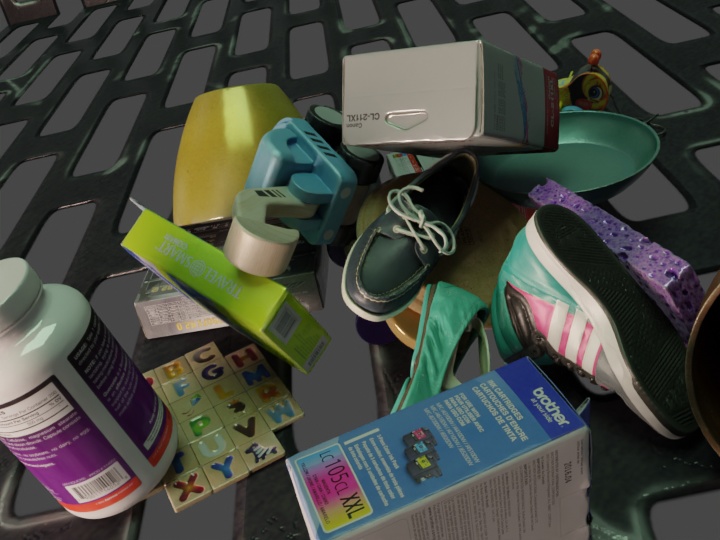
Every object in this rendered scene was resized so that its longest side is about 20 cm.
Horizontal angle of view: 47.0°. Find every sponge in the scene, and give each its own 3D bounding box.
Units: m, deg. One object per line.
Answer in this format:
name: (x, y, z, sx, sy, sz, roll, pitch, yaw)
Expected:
sponge: (0.228, -0.002, 0.717, 0.030, 0.112, 0.200, -40, 33, 0)

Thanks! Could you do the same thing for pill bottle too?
pill bottle: (-0.232, 0.091, 0.640, 0.111, 0.202, 0.113, -17, 35, 13)

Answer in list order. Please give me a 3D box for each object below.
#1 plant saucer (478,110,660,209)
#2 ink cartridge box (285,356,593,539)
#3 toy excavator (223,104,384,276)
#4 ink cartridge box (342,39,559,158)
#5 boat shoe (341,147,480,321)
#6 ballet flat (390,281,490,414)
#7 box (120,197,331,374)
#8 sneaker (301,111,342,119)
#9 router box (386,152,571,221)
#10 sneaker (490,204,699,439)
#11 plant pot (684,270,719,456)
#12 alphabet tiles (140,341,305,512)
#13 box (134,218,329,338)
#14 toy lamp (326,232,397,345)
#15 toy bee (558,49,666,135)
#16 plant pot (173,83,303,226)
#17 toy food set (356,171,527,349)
plant saucer: (0.215, -0.114, 0.882, 0.196, 0.036, 0.201, -10, 32, 6)
ink cartridge box: (0.067, 0.146, 0.511, 0.197, 0.138, 0.077, -19, 36, -11)
toy excavator: (-0.069, -0.070, 0.776, 0.198, 0.101, 0.195, -5, 42, -40)
ink cartridge box: (0.092, -0.158, 0.799, 0.144, 0.085, 0.199, 3, 4, 31)
boat shoe: (0.051, -0.037, 0.717, 0.075, 0.062, 0.200, 39, 50, 5)
ballet flat: (0.062, 0.095, 0.641, 0.069, 0.068, 0.202, 12, 55, 13)
box: (-0.130, 0.014, 0.766, 0.198, 0.122, 0.048, 28, 77, 27)
sneaker: (-0.085, -0.194, 1.198, 0.107, 0.068, 0.200, -31, 38, -29)
router box: (0.134, -0.099, 0.971, 0.176, 0.050, 0.201, -13, 31, -1)
sneaker: (0.173, 0.061, 0.667, 0.083, 0.121, 0.202, -19, 69, -34)
plant pot: (0.326, 0.031, 0.584, 0.184, 0.190, 0.200, 0, 19, 21)
alphabet tiles: (-0.147, 0.131, 0.746, 0.164, 0.006, 0.200, -24, 32, -17)
box: (-0.135, -0.003, 0.920, 0.196, 0.049, 0.159, -10, 31, 6)
toy lamp: (0.000, 0.000, 0.857, 0.057, 0.059, 0.201, -14, 32, -2)
toy bee: (0.282, -0.230, 1.073, 0.196, 0.110, 0.132, -9, 29, 6)
plant pot: (-0.134, -0.138, 0.977, 0.196, 0.145, 0.200, -10, 5, 1)
toy food set: (0.090, -0.017, 0.790, 0.195, 0.049, 0.202, -11, 54, -27)
